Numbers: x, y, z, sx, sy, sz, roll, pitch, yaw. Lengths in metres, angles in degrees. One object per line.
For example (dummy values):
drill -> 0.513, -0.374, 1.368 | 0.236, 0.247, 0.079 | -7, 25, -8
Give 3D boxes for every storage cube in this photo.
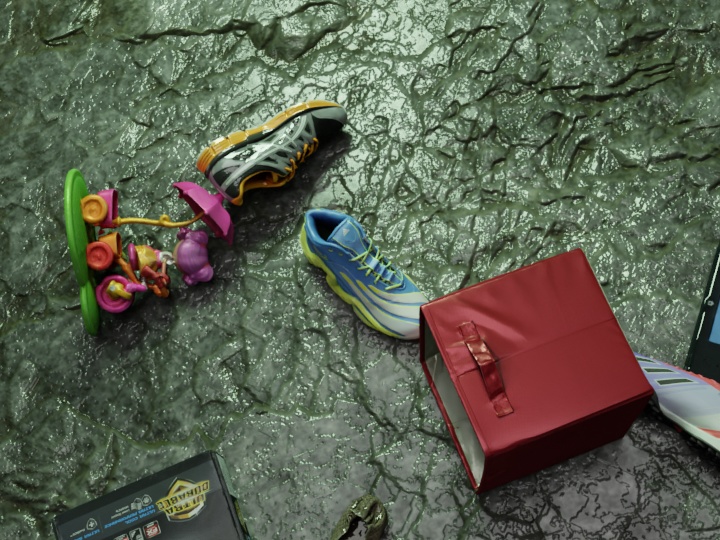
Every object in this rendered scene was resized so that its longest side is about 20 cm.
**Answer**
storage cube -> 0.174, 0.109, 1.081 | 0.180, 0.200, 0.171 | -20, 66, -6

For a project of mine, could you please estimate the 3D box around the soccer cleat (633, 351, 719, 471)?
soccer cleat -> 0.347, 0.136, 1.113 | 0.200, 0.068, 0.073 | 38, 78, 16

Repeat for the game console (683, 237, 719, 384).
game console -> 0.466, 0.060, 1.145 | 0.177, 0.031, 0.200 | 17, 71, 14

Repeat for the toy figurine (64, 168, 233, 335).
toy figurine -> -0.244, -0.030, 1.245 | 0.184, 0.150, 0.200 | -6, 89, -4

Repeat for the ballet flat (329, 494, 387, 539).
ballet flat -> -0.026, 0.331, 1.098 | 0.067, 0.046, 0.200 | 22, 73, 17

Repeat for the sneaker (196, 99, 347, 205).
sneaker -> -0.099, -0.145, 1.281 | 0.200, 0.078, 0.077 | -28, 76, -15

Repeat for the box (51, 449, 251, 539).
box -> -0.214, 0.325, 1.129 | 0.200, 0.050, 0.199 | -22, 66, 0

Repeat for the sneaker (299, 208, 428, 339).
sneaker -> 0.000, 0.000, 1.196 | 0.200, 0.105, 0.076 | 37, 78, 20
